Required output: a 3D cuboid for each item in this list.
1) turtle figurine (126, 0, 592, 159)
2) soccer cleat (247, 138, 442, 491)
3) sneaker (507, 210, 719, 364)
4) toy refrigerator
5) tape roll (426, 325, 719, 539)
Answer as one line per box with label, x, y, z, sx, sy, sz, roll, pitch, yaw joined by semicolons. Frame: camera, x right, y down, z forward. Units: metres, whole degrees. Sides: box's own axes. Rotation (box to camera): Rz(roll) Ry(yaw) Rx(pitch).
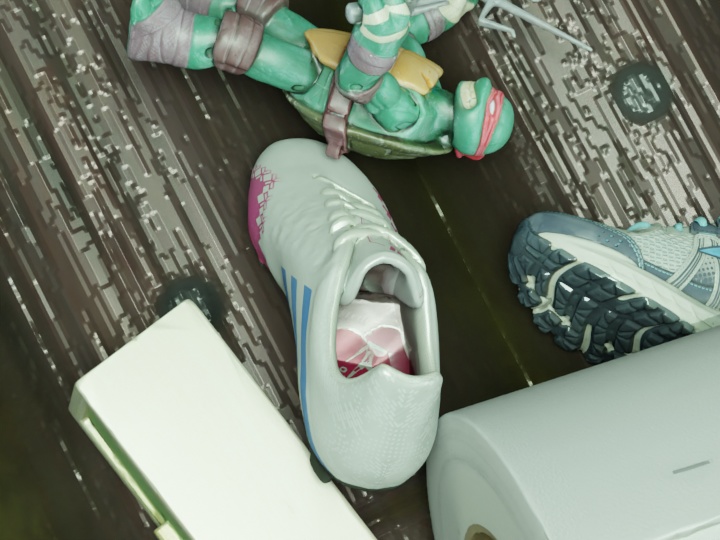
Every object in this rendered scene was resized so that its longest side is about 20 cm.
turtle figurine;0.002;-0.099;0.907;0.200;0.150;0.101;16;100;3
soccer cleat;0.000;0.000;0.866;0.070;0.086;0.200;2;47;-20
sneaker;0.163;0.008;0.945;0.200;0.078;0.086;22;63;-12
toy refrigerator;-0.044;0.117;0.873;0.070;0.076;0.200;-38;87;-16
tape roll;0.127;0.135;0.836;0.139;0.203;0.203;-17;81;-13
